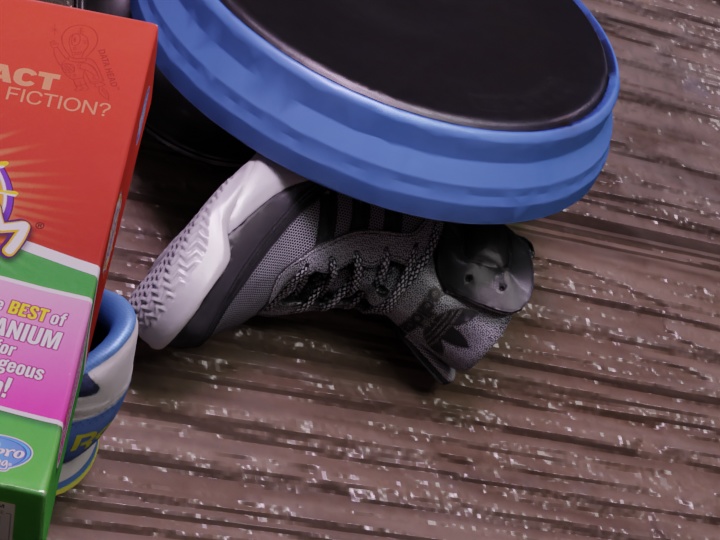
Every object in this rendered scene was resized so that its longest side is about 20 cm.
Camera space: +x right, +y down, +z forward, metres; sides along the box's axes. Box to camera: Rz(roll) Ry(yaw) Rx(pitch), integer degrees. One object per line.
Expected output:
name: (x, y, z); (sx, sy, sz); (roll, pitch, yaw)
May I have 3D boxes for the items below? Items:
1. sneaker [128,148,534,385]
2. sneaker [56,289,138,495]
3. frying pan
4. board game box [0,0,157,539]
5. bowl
sneaker: (0.000, 0.000, 1.058); (0.114, 0.076, 0.200); (46, 40, 3)
sneaker: (-0.163, 0.000, 0.924); (0.199, 0.082, 0.074); (26, 47, -16)
frying pan: (-0.038, -0.108, 1.147); (0.190, 0.031, 0.115); (-28, 80, -43)
board game box: (-0.154, -0.010, 0.863); (0.152, 0.040, 0.201); (10, 49, -3)
bowl: (0.010, -0.094, 1.075); (0.199, 0.040, 0.201); (18, 32, -11)
